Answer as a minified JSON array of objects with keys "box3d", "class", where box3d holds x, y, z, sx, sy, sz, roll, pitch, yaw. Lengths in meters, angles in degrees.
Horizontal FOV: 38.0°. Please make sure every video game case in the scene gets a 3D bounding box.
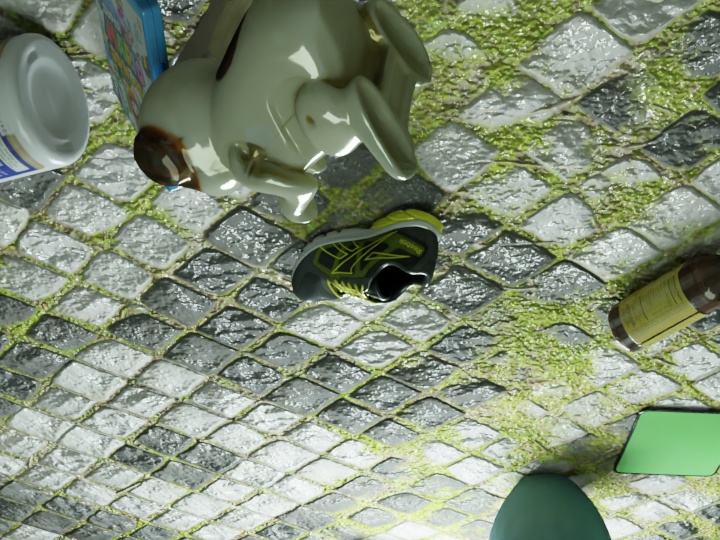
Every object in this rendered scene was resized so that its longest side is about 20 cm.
[{"box3d":[-0.189,-0.182,0.871,0.018,0.144,0.201,-21,148,-18],"class":"video game case"}]

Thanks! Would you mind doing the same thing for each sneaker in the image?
[{"box3d":[0.000,0.000,1.142,0.198,0.086,0.074,-25,135,32],"class":"sneaker"}]

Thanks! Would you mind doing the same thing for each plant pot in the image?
[{"box3d":[0.289,0.395,1.613,0.196,0.137,0.202,1,144,1],"class":"plant pot"}]

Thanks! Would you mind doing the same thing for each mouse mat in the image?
[{"box3d":[0.463,0.252,1.519,0.158,0.008,0.201,2,144,1],"class":"mouse mat"}]

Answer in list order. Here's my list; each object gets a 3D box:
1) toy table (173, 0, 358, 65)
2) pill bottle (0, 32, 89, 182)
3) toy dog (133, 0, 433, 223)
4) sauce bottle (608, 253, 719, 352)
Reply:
[{"box3d":[-0.082,-0.229,0.814,0.198,0.119,0.183,24,139,-28],"class":"toy table"},{"box3d":[-0.361,-0.134,0.955,0.197,0.121,0.120,-11,142,18],"class":"pill bottle"},{"box3d":[-0.074,-0.118,0.751,0.198,0.142,0.193,-20,139,31],"class":"toy dog"},{"box3d":[0.369,0.024,1.169,0.064,0.066,0.199,26,138,-29],"class":"sauce bottle"}]
